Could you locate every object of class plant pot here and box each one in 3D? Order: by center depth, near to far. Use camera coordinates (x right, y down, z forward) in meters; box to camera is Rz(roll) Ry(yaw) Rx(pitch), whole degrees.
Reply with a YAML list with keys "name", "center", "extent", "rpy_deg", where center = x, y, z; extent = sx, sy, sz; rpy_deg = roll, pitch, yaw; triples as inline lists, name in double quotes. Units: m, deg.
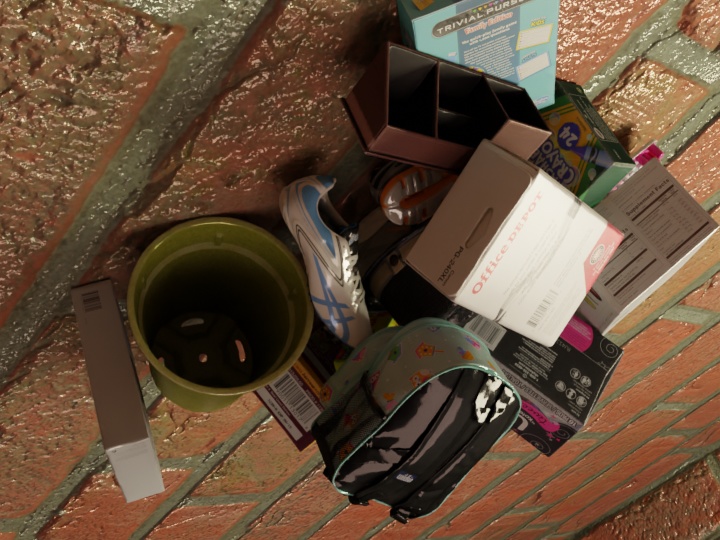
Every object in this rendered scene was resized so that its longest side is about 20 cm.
- name: "plant pot"
  center: [-0.169, 0.073, 1.047]
  extent: [0.197, 0.203, 0.185]
  rpy_deg: [-11, 158, -22]

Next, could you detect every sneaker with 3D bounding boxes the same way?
- name: "sneaker"
  center: [-0.025, -0.006, 0.995]
  extent: [0.071, 0.203, 0.072]
  rpy_deg: [-15, -164, 21]
- name: "sneaker"
  center: [0.097, -0.120, 1.033]
  extent: [0.198, 0.077, 0.079]
  rpy_deg: [-22, 121, -19]
- name: "sneaker"
  center: [0.000, 0.000, 1.142]
  extent: [0.073, 0.080, 0.200]
  rpy_deg: [9, 137, -46]

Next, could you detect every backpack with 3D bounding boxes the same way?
- name: "backpack"
  center: [0.063, 0.147, 0.990]
  extent: [0.175, 0.154, 0.200]
  rpy_deg: [31, 115, -36]

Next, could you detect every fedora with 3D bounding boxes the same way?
- name: "fedora"
  center: [0.095, 0.013, 1.053]
  extent: [0.198, 0.092, 0.201]
  rpy_deg: [-26, 158, -11]

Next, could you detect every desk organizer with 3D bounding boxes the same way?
- name: "desk organizer"
  center: [0.087, -0.147, 0.890]
  extent: [0.198, 0.072, 0.077]
  rpy_deg: [7, 137, -40]

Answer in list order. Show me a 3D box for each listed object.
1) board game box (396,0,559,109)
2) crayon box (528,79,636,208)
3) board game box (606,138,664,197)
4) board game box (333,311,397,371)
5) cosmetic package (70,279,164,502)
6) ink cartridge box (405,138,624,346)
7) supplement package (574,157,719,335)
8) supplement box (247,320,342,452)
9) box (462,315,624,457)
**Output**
- name: "board game box"
  center: [0.120, -0.219, 0.918]
  extent: [0.149, 0.047, 0.201]
  rpy_deg: [-22, 149, -3]
- name: "crayon box"
  center: [0.209, -0.103, 1.080]
  extent: [0.051, 0.127, 0.200]
  rpy_deg: [-1, 143, -42]
- name: "board game box"
  center: [0.313, -0.065, 1.242]
  extent: [0.199, 0.026, 0.200]
  rpy_deg: [-37, 159, -9]
- name: "board game box"
  center: [0.033, 0.098, 1.158]
  extent: [0.047, 0.201, 0.103]
  rpy_deg: [-2, 120, 23]
- name: "cosmetic package"
  center: [-0.272, 0.137, 1.036]
  extent: [0.051, 0.202, 0.152]
  rpy_deg: [-13, 149, -15]
- name: "ink cartridge box"
  center: [0.159, -0.023, 0.931]
  extent: [0.199, 0.083, 0.146]
  rpy_deg: [25, 102, -47]
- name: "supplement package"
  center: [0.320, -0.019, 1.126]
  extent: [0.155, 0.111, 0.200]
  rpy_deg: [-39, 165, -3]
- name: "supplement box"
  center: [-0.044, 0.131, 1.198]
  extent: [0.085, 0.111, 0.200]
  rpy_deg: [-40, 178, 28]
- name: "box"
  center: [0.204, 0.113, 1.168]
  extent: [0.132, 0.199, 0.115]
  rpy_deg: [-49, 170, -32]
